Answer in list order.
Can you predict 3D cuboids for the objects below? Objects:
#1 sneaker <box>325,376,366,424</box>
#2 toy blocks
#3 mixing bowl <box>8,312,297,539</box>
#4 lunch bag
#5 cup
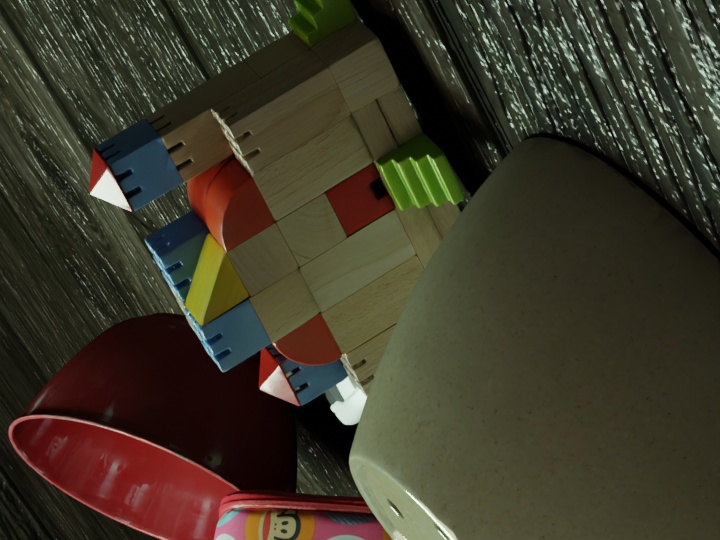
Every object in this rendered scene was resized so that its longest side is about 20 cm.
[{"bbox_3d":[0.000,0.000,1.487,0.112,0.073,0.200,51,159,6],"label":"sneaker"},{"bbox_3d":[-0.029,-0.014,1.322,0.201,0.136,0.100,63,172,-29],"label":"toy blocks"},{"bbox_3d":[-0.119,0.097,1.974,0.199,0.109,0.200,19,158,8],"label":"mixing bowl"},{"bbox_3d":[-0.021,0.206,1.901,0.175,0.082,0.200,2,154,10],"label":"lunch bag"},{"bbox_3d":[0.079,0.067,1.235,0.200,0.143,0.200,46,166,15],"label":"cup"}]
